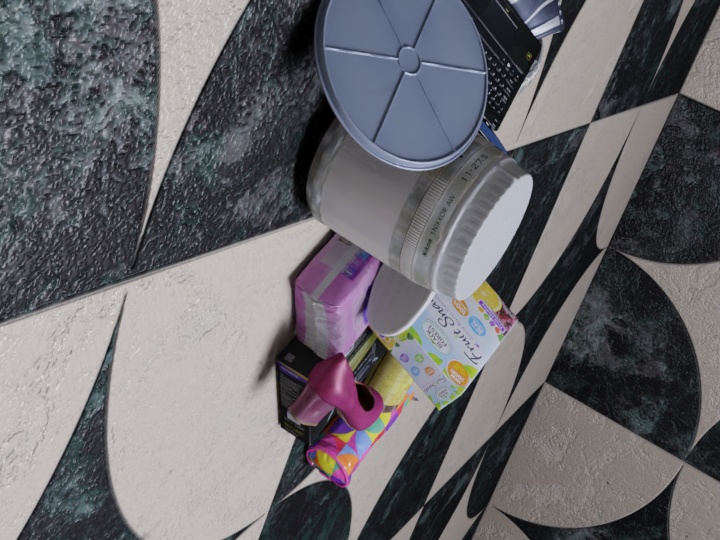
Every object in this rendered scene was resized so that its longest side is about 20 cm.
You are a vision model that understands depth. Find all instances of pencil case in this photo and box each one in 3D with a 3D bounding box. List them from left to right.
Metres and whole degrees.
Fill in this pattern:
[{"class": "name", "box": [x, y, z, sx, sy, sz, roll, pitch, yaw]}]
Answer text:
[{"class": "pencil case", "box": [0.003, 0.227, 1.553, 0.200, 0.088, 0.089, -46, 156, -36]}]

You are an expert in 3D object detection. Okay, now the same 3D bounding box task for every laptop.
[{"class": "laptop", "box": [0.144, -0.223, 1.129, 0.177, 0.103, 0.202, 42, 71, -37]}]

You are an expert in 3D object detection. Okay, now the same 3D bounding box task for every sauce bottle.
[{"class": "sauce bottle", "box": [0.065, 0.114, 1.469, 0.065, 0.064, 0.201, -34, 158, -53]}]

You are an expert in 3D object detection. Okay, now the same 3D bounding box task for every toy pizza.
[{"class": "toy pizza", "box": [0.037, -0.191, 0.973, 0.201, 0.201, 0.032, -50, -160, -29]}]

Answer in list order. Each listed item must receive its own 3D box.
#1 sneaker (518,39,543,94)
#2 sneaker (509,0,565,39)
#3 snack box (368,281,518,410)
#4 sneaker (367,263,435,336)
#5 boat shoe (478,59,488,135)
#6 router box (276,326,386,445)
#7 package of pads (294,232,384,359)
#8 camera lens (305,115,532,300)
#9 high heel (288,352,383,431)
[{"class": "sneaker", "box": [0.172, -0.268, 1.323, 0.201, 0.074, 0.116, -53, 157, -21]}, {"class": "sneaker", "box": [0.238, -0.373, 1.300, 0.201, 0.070, 0.109, -50, 133, -14]}, {"class": "snack box", "box": [0.111, 0.066, 1.349, 0.053, 0.143, 0.200, -42, 179, 39]}, {"class": "sneaker", "box": [0.084, -0.008, 1.218, 0.202, 0.073, 0.115, -63, 156, -1]}, {"class": "boat shoe", "box": [0.108, -0.203, 1.221, 0.074, 0.073, 0.202, 31, 80, -37]}, {"class": "router box", "box": [-0.028, 0.103, 1.342, 0.200, 0.052, 0.158, -49, 157, -33]}, {"class": "package of pads", "box": [0.000, 0.000, 1.241, 0.200, 0.075, 0.121, -50, 161, -31]}, {"class": "camera lens", "box": [0.055, -0.082, 1.069, 0.160, 0.199, 0.161, -49, 160, -25]}, {"class": "high heel", "box": [-0.003, 0.141, 1.259, 0.096, 0.067, 0.199, -49, 160, 16]}]
